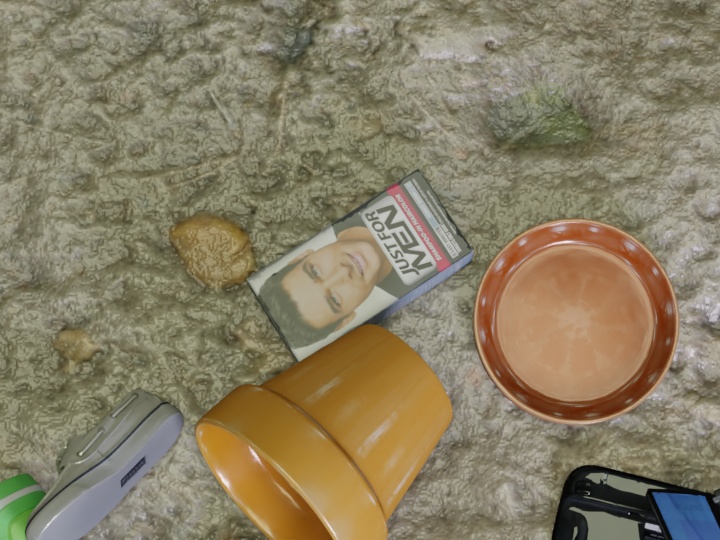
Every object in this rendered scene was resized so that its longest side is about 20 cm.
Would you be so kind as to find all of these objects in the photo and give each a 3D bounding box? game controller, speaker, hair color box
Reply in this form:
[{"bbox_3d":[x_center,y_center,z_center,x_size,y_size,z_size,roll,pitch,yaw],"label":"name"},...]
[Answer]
[{"bbox_3d":[0.284,0.254,1.744,0.199,0.042,0.105,14,95,4],"label":"game controller"},{"bbox_3d":[-0.295,0.294,1.717,0.088,0.088,0.201,-30,81,-4],"label":"speaker"},{"bbox_3d":[0.000,0.000,1.776,0.200,0.061,0.099,-33,81,-4],"label":"hair color box"}]

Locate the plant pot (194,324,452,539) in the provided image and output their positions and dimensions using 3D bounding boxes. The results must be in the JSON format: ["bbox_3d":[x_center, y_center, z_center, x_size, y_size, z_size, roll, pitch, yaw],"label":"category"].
[{"bbox_3d":[-0.020,0.154,1.694,0.200,0.200,0.183,44,68,8],"label":"plant pot"}]

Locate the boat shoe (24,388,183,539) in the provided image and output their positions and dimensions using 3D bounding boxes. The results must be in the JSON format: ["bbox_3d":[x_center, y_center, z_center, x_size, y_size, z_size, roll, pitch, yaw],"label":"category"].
[{"bbox_3d":[-0.251,0.182,1.718,0.066,0.072,0.200,32,56,20],"label":"boat shoe"}]

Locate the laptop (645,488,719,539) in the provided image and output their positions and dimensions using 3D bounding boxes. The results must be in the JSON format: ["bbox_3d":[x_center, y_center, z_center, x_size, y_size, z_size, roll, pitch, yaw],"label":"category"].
[{"bbox_3d":[0.380,0.254,1.653,0.199,0.103,0.178,-21,65,-2],"label":"laptop"}]

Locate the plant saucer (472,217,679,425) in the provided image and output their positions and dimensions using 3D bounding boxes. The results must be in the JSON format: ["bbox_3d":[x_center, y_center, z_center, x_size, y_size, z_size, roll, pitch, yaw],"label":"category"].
[{"bbox_3d":[0.208,0.050,1.779,0.199,0.032,0.201,0,80,0],"label":"plant saucer"}]
